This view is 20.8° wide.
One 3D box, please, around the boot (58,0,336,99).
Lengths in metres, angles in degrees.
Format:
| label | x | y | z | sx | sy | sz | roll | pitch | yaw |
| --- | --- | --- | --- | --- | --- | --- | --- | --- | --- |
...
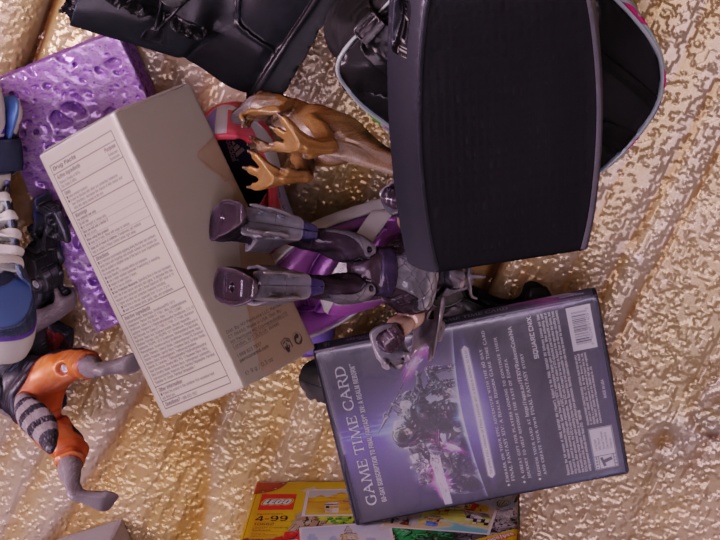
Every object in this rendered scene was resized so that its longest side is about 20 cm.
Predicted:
| label | x | y | z | sx | sy | sz | roll | pitch | yaw |
| --- | --- | --- | --- | --- | --- | --- | --- | --- | --- |
| boot | -0.093 | -0.218 | 1.303 | 0.168 | 0.076 | 0.200 | 24 | 117 | -14 |

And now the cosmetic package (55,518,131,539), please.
| label | x | y | z | sx | sy | sz | roll | pitch | yaw |
| --- | --- | --- | --- | --- | --- | --- | --- | --- | --- |
| cosmetic package | -0.258 | 0.278 | 1.507 | 0.200 | 0.090 | 0.107 | -18 | 108 | 8 |

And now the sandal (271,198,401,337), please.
| label | x | y | z | sx | sy | sz | roll | pitch | yaw |
| --- | --- | --- | --- | --- | --- | --- | --- | --- | --- |
| sandal | 0.011 | -0.007 | 1.360 | 0.203 | 0.050 | 0.083 | -29 | 122 | -6 |

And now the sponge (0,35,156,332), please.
| label | x | y | z | sx | sy | sz | roll | pitch | yaw |
| --- | --- | --- | --- | --- | --- | --- | --- | --- | --- |
| sponge | -0.179 | -0.063 | 1.402 | 0.111 | 0.030 | 0.200 | -20 | 107 | 12 |

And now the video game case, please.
| label | x | y | z | sx | sy | sz | roll | pitch | yaw |
| --- | --- | --- | --- | --- | --- | --- | --- | --- | --- |
| video game case | 0.079 | 0.097 | 1.379 | 0.200 | 0.019 | 0.143 | -11 | 113 | 5 |

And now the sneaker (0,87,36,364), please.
| label | x | y | z | sx | sy | sz | roll | pitch | yaw |
| --- | --- | --- | --- | --- | --- | --- | --- | --- | --- |
| sneaker | -0.261 | -0.048 | 1.317 | 0.081 | 0.200 | 0.147 | -1 | 125 | -27 |

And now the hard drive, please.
| label | x | y | z | sx | sy | sz | roll | pitch | yaw |
| --- | --- | --- | --- | --- | --- | --- | --- | --- | --- |
| hard drive | 0.086 | -0.094 | 1.200 | 0.135 | 0.042 | 0.200 | -8 | 118 | -9 |

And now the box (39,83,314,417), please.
| label | x | y | z | sx | sy | sz | roll | pitch | yaw |
| --- | --- | --- | --- | --- | --- | --- | --- | --- | --- |
| box | -0.124 | -0.013 | 1.318 | 0.095 | 0.078 | 0.200 | -21 | 94 | 44 |

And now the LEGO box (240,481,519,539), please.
| label | x | y | z | sx | sy | sz | roll | pitch | yaw |
| --- | --- | --- | --- | --- | --- | --- | --- | --- | --- |
| LEGO box | 0.016 | 0.218 | 1.425 | 0.200 | 0.149 | 0.077 | -1 | 110 | 5 |

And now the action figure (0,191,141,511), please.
| label | x | y | z | sx | sy | sz | roll | pitch | yaw |
| --- | --- | --- | --- | --- | --- | --- | --- | --- | --- |
| action figure | -0.237 | 0.054 | 1.385 | 0.193 | 0.105 | 0.200 | 27 | 125 | 37 |

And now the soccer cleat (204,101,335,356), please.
| label | x | y | z | sx | sy | sz | roll | pitch | yaw |
| --- | --- | --- | --- | --- | --- | --- | --- | --- | --- |
| soccer cleat | -0.069 | -0.023 | 1.381 | 0.067 | 0.076 | 0.200 | -14 | 108 | 10 |

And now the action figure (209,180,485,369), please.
| label | x | y | z | sx | sy | sz | roll | pitch | yaw |
| --- | --- | --- | --- | --- | --- | --- | --- | --- | --- |
| action figure | 0.000 | 0.000 | 1.293 | 0.200 | 0.069 | 0.130 | 5 | 76 | -31 |

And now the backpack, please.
| label | x | y | z | sx | sy | sz | roll | pitch | yaw |
| --- | --- | --- | --- | --- | --- | --- | --- | --- | --- |
| backpack | 0.093 | -0.146 | 1.279 | 0.200 | 0.151 | 0.178 | 39 | 108 | -20 |

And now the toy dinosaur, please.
| label | x | y | z | sx | sy | sz | roll | pitch | yaw |
| --- | --- | --- | --- | --- | --- | --- | --- | --- | --- |
| toy dinosaur | -0.013 | -0.083 | 1.258 | 0.200 | 0.106 | 0.060 | 28 | 124 | 30 |

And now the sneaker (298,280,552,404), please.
| label | x | y | z | sx | sy | sz | roll | pitch | yaw |
| --- | --- | --- | --- | --- | --- | --- | --- | --- | --- |
| sneaker | 0.052 | 0.047 | 1.405 | 0.200 | 0.066 | 0.091 | -7 | 107 | 4 |
